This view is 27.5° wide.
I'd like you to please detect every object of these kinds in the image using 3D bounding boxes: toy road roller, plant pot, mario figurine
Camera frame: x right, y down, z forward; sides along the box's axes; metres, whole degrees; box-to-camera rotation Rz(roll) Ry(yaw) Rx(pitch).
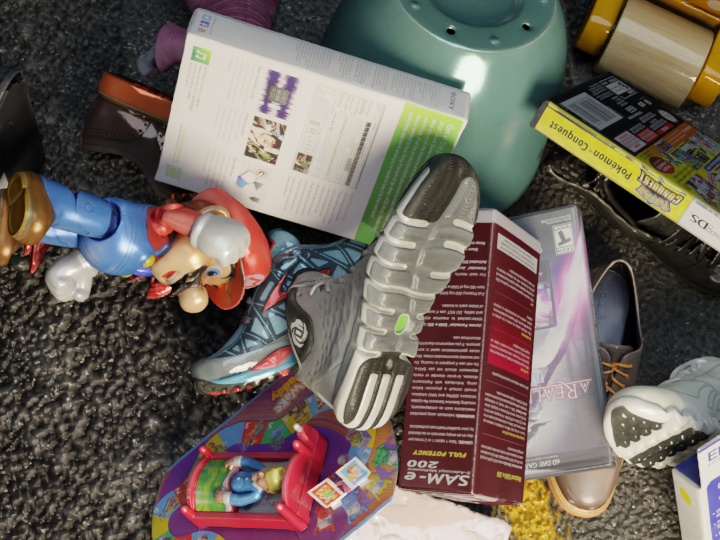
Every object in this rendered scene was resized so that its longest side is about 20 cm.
[{"bbox_3d":[0.271,-0.247,1.195,0.123,0.146,0.200,25,73,1],"label":"toy road roller"},{"bbox_3d":[0.065,-0.160,1.112,0.200,0.161,0.201,7,57,-10],"label":"plant pot"},{"bbox_3d":[-0.152,-0.007,1.016,0.200,0.123,0.106,8,106,-31],"label":"mario figurine"}]

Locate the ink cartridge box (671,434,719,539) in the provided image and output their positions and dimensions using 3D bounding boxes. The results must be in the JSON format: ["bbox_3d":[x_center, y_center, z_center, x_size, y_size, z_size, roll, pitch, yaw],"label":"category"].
[{"bbox_3d":[0.318,0.132,1.075,0.197,0.200,0.047,-29,42,-13],"label":"ink cartridge box"}]

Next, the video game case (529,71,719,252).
[{"bbox_3d":[0.231,-0.081,1.097,0.181,0.200,0.026,35,114,12],"label":"video game case"}]

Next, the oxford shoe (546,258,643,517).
[{"bbox_3d":[0.178,0.086,1.127,0.071,0.073,0.200,7,74,-6],"label":"oxford shoe"}]

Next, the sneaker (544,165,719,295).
[{"bbox_3d":[0.236,-0.039,1.149,0.200,0.104,0.060,33,94,6],"label":"sneaker"}]

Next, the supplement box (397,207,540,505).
[{"bbox_3d":[0.081,0.064,1.064,0.061,0.109,0.200,0,77,25],"label":"supplement box"}]

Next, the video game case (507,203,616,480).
[{"bbox_3d":[0.111,0.060,1.122,0.143,0.019,0.200,-12,73,22],"label":"video game case"}]

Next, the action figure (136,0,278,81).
[{"bbox_3d":[-0.088,-0.187,1.129,0.134,0.149,0.200,11,48,-25],"label":"action figure"}]

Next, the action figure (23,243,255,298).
[{"bbox_3d":[-0.152,-0.006,1.117,0.200,0.065,0.052,6,103,-21],"label":"action figure"}]

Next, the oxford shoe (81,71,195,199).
[{"bbox_3d":[-0.122,-0.083,1.155,0.200,0.071,0.073,25,96,3],"label":"oxford shoe"}]

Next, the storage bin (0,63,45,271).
[{"bbox_3d":[-0.299,-0.067,1.050,0.094,0.200,0.135,20,73,0],"label":"storage bin"}]

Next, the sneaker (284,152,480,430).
[{"bbox_3d":[0.000,0.000,1.025,0.115,0.075,0.200,29,99,44],"label":"sneaker"}]

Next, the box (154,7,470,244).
[{"bbox_3d":[-0.037,-0.094,1.046,0.200,0.144,0.036,18,46,-4],"label":"box"}]

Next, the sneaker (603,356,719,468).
[{"bbox_3d":[0.246,0.104,1.102,0.200,0.075,0.081,14,57,-43],"label":"sneaker"}]

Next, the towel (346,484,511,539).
[{"bbox_3d":[-0.007,0.246,1.083,0.200,0.032,0.191,19,72,-1],"label":"towel"}]

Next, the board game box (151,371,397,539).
[{"bbox_3d":[-0.073,0.146,1.043,0.200,0.039,0.158,-39,45,-1],"label":"board game box"}]

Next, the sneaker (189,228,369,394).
[{"bbox_3d":[-0.056,0.018,1.112,0.200,0.079,0.096,-34,97,-24],"label":"sneaker"}]
